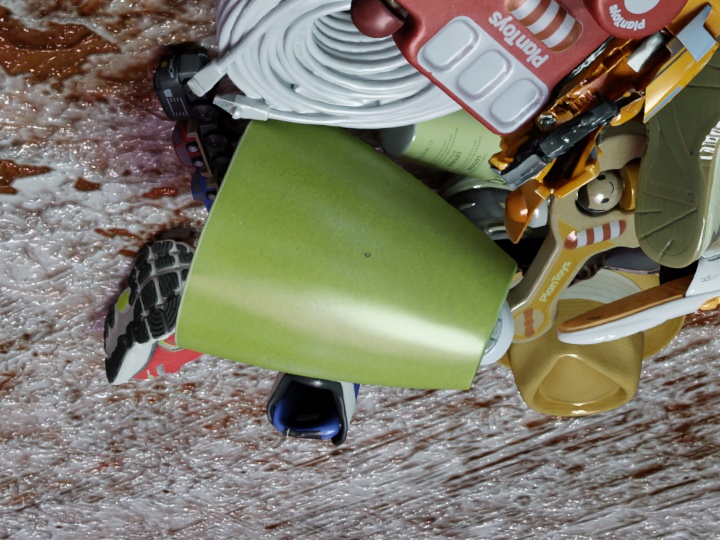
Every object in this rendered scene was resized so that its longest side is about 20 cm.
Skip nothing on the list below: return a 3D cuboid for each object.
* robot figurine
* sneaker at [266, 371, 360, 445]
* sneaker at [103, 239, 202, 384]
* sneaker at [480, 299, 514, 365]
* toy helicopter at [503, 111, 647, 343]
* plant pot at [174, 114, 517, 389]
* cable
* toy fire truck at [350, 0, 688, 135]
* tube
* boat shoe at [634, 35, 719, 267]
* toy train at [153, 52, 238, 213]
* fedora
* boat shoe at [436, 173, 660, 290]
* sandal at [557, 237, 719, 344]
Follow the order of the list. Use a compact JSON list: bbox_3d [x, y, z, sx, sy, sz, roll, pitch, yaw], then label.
[{"bbox_3d":[0.162,-0.121,1.469,0.058,0.145,0.200,43,108,-12],"label":"robot figurine"},{"bbox_3d":[-0.034,0.078,1.827,0.080,0.116,0.199,17,172,5],"label":"sneaker"},{"bbox_3d":[-0.141,0.031,1.850,0.084,0.078,0.200,0,160,-25],"label":"sneaker"},{"bbox_3d":[0.050,0.007,1.719,0.071,0.200,0.073,25,102,-51],"label":"sneaker"},{"bbox_3d":[0.144,-0.024,1.655,0.131,0.079,0.201,5,131,-33],"label":"toy helicopter"},{"bbox_3d":[0.000,0.000,1.603,0.199,0.188,0.188,21,151,4],"label":"plant pot"},{"bbox_3d":[0.007,-0.163,1.497,0.198,0.070,0.200,10,148,-21],"label":"cable"},{"bbox_3d":[0.084,-0.177,1.368,0.168,0.112,0.200,-43,136,13],"label":"toy fire truck"},{"bbox_3d":[0.109,-0.086,1.661,0.199,0.052,0.058,11,179,-32],"label":"tube"},{"bbox_3d":[0.229,-0.103,1.555,0.071,0.203,0.066,19,-157,28],"label":"boat shoe"},{"bbox_3d":[-0.111,-0.090,1.657,0.045,0.034,0.200,-2,151,9],"label":"toy train"},{"bbox_3d":[0.173,0.063,1.891,0.199,0.082,0.201,-1,150,-1],"label":"fedora"},{"bbox_3d":[0.146,-0.018,1.754,0.198,0.074,0.075,11,149,-21],"label":"boat shoe"},{"bbox_3d":[0.234,-0.002,1.706,0.205,0.060,0.079,-19,-170,-17],"label":"sandal"}]
